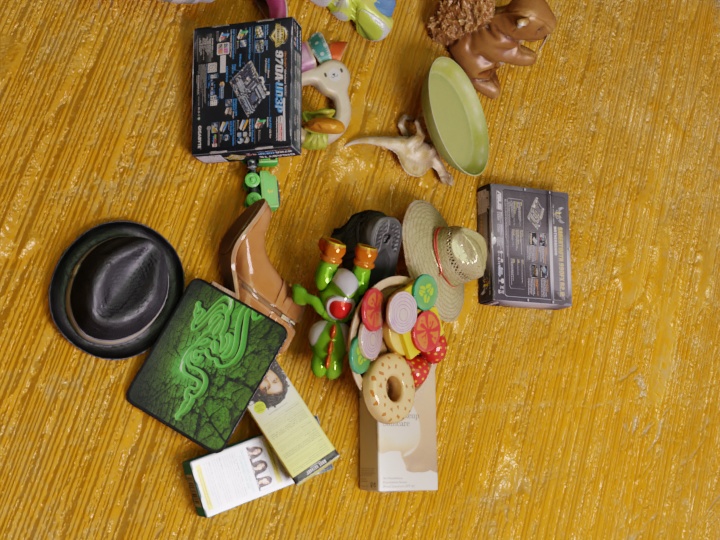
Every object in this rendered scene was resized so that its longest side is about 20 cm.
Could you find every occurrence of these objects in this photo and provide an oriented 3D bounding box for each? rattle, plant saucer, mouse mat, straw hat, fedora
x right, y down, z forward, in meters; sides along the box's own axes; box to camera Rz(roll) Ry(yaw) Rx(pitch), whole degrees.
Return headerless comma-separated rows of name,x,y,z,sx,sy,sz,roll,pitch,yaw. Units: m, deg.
rattle,-0.052,-0.293,1.515,0.130,0.143,0.200,26,76,1
plant saucer,0.150,-0.246,1.612,0.200,0.031,0.200,30,52,-49
mouse mat,-0.212,0.130,1.369,0.161,0.008,0.200,29,84,8
straw hat,0.151,-0.024,1.536,0.201,0.085,0.201,30,53,-50
fedora,-0.323,0.021,1.353,0.200,0.092,0.201,4,79,-24

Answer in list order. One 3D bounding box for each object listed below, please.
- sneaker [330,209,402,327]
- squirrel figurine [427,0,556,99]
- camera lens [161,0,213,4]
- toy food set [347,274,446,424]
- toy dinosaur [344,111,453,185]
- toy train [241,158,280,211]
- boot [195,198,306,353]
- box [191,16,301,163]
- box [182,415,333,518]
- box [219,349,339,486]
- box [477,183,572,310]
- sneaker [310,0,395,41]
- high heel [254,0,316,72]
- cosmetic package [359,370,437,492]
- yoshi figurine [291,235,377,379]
sneaker,0.000,0.000,1.525,0.076,0.114,0.200,0,108,-29
squirrel figurine,0.217,-0.408,1.627,0.200,0.187,0.142,29,70,-17
camera lens,-0.303,-0.470,1.414,0.200,0.160,0.160,2,80,-24
toy food set,0.054,0.103,1.423,0.200,0.049,0.198,-34,115,-38
toy dinosaur,0.082,-0.204,1.601,0.200,0.058,0.101,22,74,-20
toy train,-0.153,-0.183,1.494,0.056,0.042,0.200,-3,82,-14
boot,-0.139,0.011,1.453,0.155,0.074,0.200,30,81,-25
box,-0.166,-0.264,1.453,0.159,0.046,0.201,-4,80,15
box,-0.145,0.277,1.413,0.200,0.049,0.082,-16,87,-26
box,-0.114,0.198,1.386,0.075,0.050,0.200,-33,81,-13
box,0.275,-0.039,1.664,0.158,0.048,0.201,4,79,-25
sneaker,-0.023,-0.463,1.600,0.200,0.076,0.105,40,55,-21
high heel,-0.151,-0.373,1.520,0.096,0.067,0.200,-24,81,-11
cosmetic package,0.057,0.232,1.502,0.105,0.071,0.201,3,79,-24
yoshi figurine,-0.038,0.055,1.443,0.112,0.112,0.200,3,100,-57
